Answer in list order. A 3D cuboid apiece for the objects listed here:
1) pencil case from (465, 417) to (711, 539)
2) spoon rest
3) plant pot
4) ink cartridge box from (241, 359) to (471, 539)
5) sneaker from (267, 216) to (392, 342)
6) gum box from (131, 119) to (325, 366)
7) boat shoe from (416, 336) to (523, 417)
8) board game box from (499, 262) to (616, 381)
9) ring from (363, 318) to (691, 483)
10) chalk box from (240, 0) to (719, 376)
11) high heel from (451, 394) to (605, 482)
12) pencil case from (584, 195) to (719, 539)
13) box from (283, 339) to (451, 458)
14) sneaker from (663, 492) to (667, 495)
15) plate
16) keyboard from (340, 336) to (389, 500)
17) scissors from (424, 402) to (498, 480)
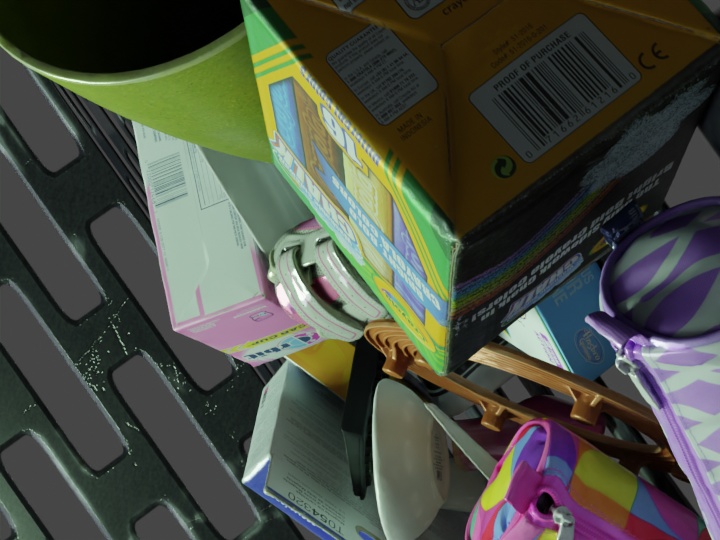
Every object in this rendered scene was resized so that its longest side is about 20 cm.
[{"bbox_3d":[0.143,0.150,0.734,0.199,0.089,0.088,31,172,-7],"label":"pencil case"},{"bbox_3d":[0.033,0.127,0.959,0.200,0.060,0.100,40,-135,-68],"label":"spoon rest"},{"bbox_3d":[-0.046,-0.126,0.692,0.187,0.187,0.200,48,-177,30],"label":"plant pot"},{"bbox_3d":[0.011,0.165,1.035,0.196,0.043,0.200,37,-161,-10],"label":"ink cartridge box"},{"bbox_3d":[0.000,0.000,0.830,0.082,0.088,0.200,55,170,-3],"label":"sneaker"},{"bbox_3d":[-0.085,-0.052,0.983,0.113,0.066,0.202,33,-140,-65],"label":"gum box"},{"bbox_3d":[0.060,0.045,1.008,0.068,0.072,0.200,54,177,-5],"label":"boat shoe"},{"bbox_3d":[0.056,-0.034,0.834,0.154,0.040,0.200,59,169,-25],"label":"board game box"},{"bbox_3d":[0.092,0.073,0.792,0.199,0.019,0.201,23,169,5],"label":"ring"},{"bbox_3d":[0.043,-0.054,0.594,0.124,0.124,0.200,51,168,15],"label":"chalk box"},{"bbox_3d":[0.125,0.112,1.011,0.200,0.095,0.068,40,-135,-69],"label":"high heel"},{"bbox_3d":[0.154,0.066,0.581,0.084,0.085,0.201,22,149,54],"label":"pencil case"},{"bbox_3d":[-0.008,0.068,1.099,0.199,0.042,0.119,34,-179,3],"label":"box"},{"bbox_3d":[0.133,0.159,0.854,0.077,0.082,0.200,15,164,39],"label":"sneaker"},{"bbox_3d":[-0.062,-0.110,0.953,0.200,0.032,0.201,-85,-29,-54],"label":"plate"},{"bbox_3d":[0.011,0.032,0.979,0.128,0.020,0.201,81,-166,-45],"label":"keyboard"},{"bbox_3d":[0.088,0.133,0.867,0.014,0.074,0.200,-1,160,37],"label":"scissors"}]
